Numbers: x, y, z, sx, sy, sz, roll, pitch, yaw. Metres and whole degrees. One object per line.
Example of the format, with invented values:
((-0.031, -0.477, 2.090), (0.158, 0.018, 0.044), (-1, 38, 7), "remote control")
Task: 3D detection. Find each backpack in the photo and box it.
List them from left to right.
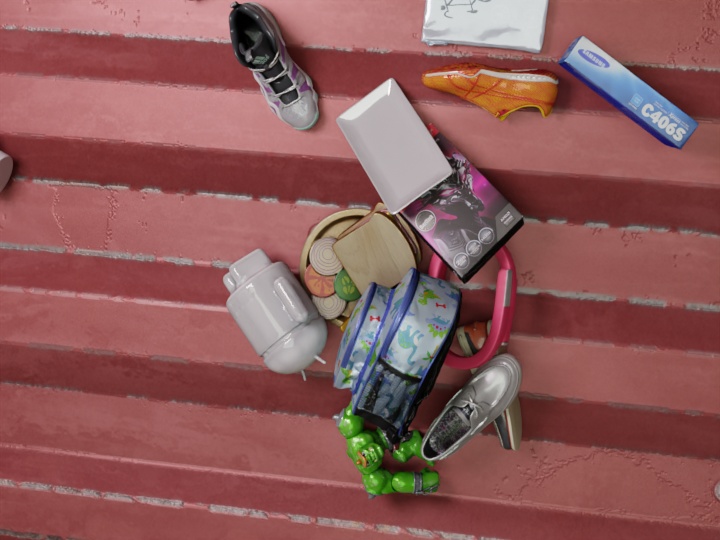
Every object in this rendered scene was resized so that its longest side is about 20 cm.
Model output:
((0.051, 0.098, 1.256), (0.145, 0.183, 0.203), (27, 109, -2), "backpack")

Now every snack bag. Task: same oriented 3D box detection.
((0.185, -0.415, 1.276), (0.184, 0.021, 0.205), (6, 101, 7), "snack bag")

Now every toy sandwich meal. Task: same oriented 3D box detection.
((0.000, 0.000, 1.351), (0.200, 0.070, 0.211), (1, 101, 7), "toy sandwich meal")

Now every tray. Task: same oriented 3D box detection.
((0.048, -0.177, 1.288), (0.106, 0.022, 0.202), (-33, 58, 7), "tray")

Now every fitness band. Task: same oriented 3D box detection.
((0.159, 0.043, 1.322), (0.141, 0.037, 0.205), (11, 93, 39), "fitness band")

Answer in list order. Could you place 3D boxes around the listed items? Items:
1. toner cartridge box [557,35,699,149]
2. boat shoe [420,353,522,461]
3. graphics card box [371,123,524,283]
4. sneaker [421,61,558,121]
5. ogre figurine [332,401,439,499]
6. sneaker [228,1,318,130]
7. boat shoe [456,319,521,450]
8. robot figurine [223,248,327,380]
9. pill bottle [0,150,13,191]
((0.369, -0.247, 1.247), (0.198, 0.095, 0.044), (37, 102, -1), "toner cartridge box")
((0.157, 0.203, 1.309), (0.200, 0.068, 0.072), (-45, 78, 22), "boat shoe")
((0.124, -0.097, 1.287), (0.125, 0.051, 0.201), (-42, 74, 1), "graphics card box")
((0.182, -0.254, 1.283), (0.195, 0.073, 0.079), (9, 112, 8), "sneaker")
((0.037, 0.266, 1.389), (0.118, 0.098, 0.203), (-25, 113, -7), "ogre figurine")
((-0.133, -0.288, 1.277), (0.077, 0.140, 0.202), (-31, 95, 11), "sneaker")
((0.198, 0.176, 1.360), (0.061, 0.071, 0.205), (-13, 96, 21), "boat shoe")
((-0.125, 0.070, 1.350), (0.112, 0.170, 0.202), (-33, 83, -27), "robot figurine")
((-0.639, -0.189, 1.379), (0.197, 0.104, 0.106), (28, 103, 1), "pill bottle")
